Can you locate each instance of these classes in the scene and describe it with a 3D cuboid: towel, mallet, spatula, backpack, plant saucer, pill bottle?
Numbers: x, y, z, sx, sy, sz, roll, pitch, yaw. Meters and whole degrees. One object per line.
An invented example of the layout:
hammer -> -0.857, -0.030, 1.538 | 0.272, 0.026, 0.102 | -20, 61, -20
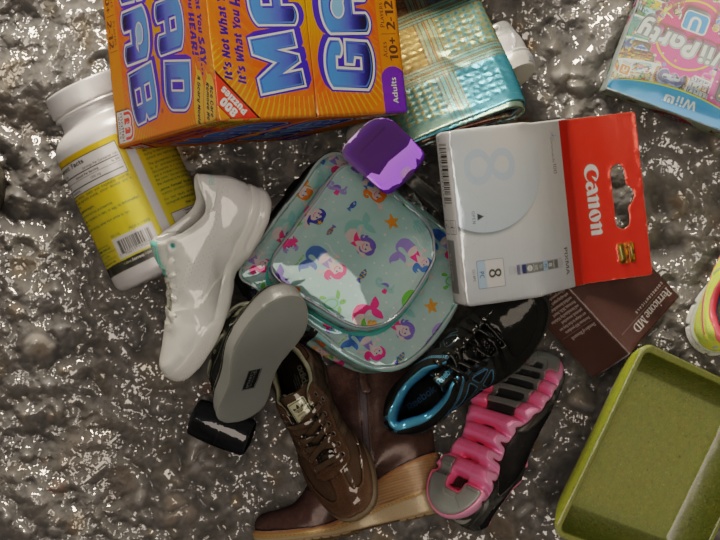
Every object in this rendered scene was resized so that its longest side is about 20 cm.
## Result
towel -> 0.065, -0.198, 1.620 | 0.146, 0.022, 0.200 | -19, 49, 2
mallet -> -0.121, 0.081, 1.689 | 0.066, 0.041, 0.200 | 13, 87, 3
spatula -> 0.068, -0.067, 1.569 | 0.057, 0.021, 0.200 | -46, 119, 8
backpack -> 0.000, 0.000, 1.627 | 0.200, 0.151, 0.178 | 39, 78, -8
plant saucer -> 0.287, 0.184, 1.643 | 0.200, 0.048, 0.200 | 24, 93, -34
pill bottle -> -0.227, -0.091, 1.643 | 0.112, 0.112, 0.200 | -24, 91, 2

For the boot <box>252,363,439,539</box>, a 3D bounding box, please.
boot -> -0.024, 0.181, 1.686 | 0.200, 0.072, 0.167 | -14, 78, 5

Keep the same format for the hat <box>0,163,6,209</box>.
hat -> -0.396, -0.088, 1.654 | 0.081, 0.200, 0.201 | 1, 93, -39

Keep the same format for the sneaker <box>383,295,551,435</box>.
sneaker -> 0.103, 0.090, 1.601 | 0.200, 0.082, 0.073 | -45, 84, 7

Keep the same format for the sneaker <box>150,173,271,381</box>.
sneaker -> -0.161, 0.003, 1.573 | 0.088, 0.075, 0.200 | 19, 97, -26

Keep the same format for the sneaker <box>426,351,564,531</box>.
sneaker -> 0.143, 0.173, 1.674 | 0.079, 0.095, 0.200 | 24, 71, 39

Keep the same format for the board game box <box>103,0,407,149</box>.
board game box -> -0.102, -0.227, 1.553 | 0.200, 0.200, 0.200 | -6, 90, -33

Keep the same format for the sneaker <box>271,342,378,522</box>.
sneaker -> -0.050, 0.151, 1.626 | 0.070, 0.076, 0.200 | -34, 58, 12

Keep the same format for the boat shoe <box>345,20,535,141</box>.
boat shoe -> 0.071, -0.183, 1.661 | 0.200, 0.072, 0.069 | -28, 70, 8

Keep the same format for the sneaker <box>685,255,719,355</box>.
sneaker -> 0.386, -0.007, 1.647 | 0.078, 0.090, 0.200 | 20, 91, 2

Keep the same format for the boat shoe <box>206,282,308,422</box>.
boat shoe -> -0.107, 0.066, 1.584 | 0.071, 0.200, 0.064 | -7, 56, -28

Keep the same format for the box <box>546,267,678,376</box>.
box -> 0.202, -0.007, 1.640 | 0.200, 0.075, 0.100 | 47, 56, -3

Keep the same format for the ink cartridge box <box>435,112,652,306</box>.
ink cartridge box -> 0.176, -0.059, 1.555 | 0.200, 0.047, 0.160 | -8, 94, -12

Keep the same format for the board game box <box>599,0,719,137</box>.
board game box -> 0.340, -0.244, 1.654 | 0.147, 0.064, 0.200 | 20, 93, 0
